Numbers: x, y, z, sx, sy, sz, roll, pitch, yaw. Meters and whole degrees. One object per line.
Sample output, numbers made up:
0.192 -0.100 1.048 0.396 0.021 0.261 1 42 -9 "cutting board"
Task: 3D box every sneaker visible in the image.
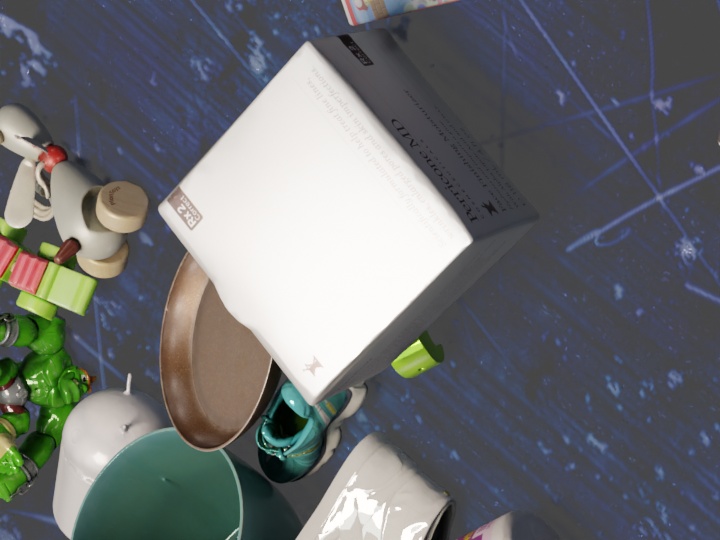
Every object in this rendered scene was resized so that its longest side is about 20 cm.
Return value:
0.006 0.254 1.720 0.115 0.074 0.201 36 110 22 "sneaker"
-0.062 0.133 1.743 0.078 0.079 0.200 48 148 14 "sneaker"

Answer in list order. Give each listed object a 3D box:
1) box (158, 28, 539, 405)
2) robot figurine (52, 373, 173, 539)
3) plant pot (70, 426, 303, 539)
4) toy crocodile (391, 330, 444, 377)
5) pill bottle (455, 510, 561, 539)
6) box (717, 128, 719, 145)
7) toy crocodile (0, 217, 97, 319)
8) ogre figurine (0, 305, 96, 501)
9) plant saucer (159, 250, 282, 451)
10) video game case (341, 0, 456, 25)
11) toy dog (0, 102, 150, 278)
-0.010 -0.043 1.514 0.200 0.130 0.199 -45 78 28 "box"
-0.239 0.195 1.941 0.170 0.112 0.201 -109 25 -44 "robot figurine"
-0.139 0.263 1.814 0.199 0.161 0.202 -16 60 30 "plant pot"
0.000 0.000 1.630 0.067 0.062 0.200 -44 76 26 "toy crocodile"
0.075 0.284 1.626 0.199 0.112 0.113 -31 89 26 "pill bottle"
0.305 -0.146 1.249 0.142 0.036 0.201 29 129 33 "box"
-0.336 -0.006 1.934 0.199 0.062 0.068 25 87 32 "toy crocodile"
-0.335 0.118 1.989 0.098 0.120 0.201 -7 109 43 "ogre figurine"
-0.116 0.059 1.742 0.200 0.032 0.202 -19 68 54 "plant saucer"
0.041 -0.265 1.462 0.199 0.017 0.144 -6 108 47 "video game case"
-0.289 -0.067 1.852 0.199 0.096 0.133 27 129 33 "toy dog"
